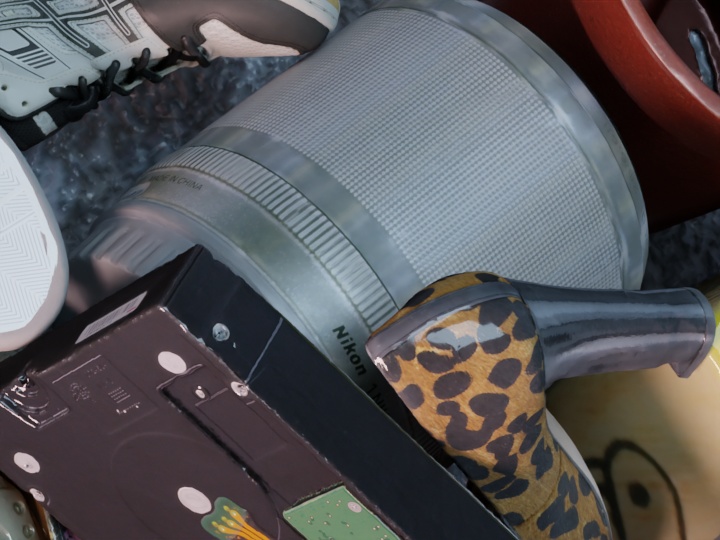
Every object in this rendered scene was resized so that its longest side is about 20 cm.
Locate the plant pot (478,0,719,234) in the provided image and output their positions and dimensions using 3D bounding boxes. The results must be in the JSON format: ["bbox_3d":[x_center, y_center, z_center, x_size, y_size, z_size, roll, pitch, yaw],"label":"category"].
[{"bbox_3d":[0.140,-0.109,1.190,0.199,0.195,0.202,7,72,-21],"label":"plant pot"}]

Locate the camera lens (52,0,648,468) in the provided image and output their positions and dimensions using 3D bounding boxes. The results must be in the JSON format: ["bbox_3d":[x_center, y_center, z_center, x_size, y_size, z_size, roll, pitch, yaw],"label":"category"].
[{"bbox_3d":[0.000,0.000,1.116,0.200,0.160,0.160,-37,92,-28],"label":"camera lens"}]

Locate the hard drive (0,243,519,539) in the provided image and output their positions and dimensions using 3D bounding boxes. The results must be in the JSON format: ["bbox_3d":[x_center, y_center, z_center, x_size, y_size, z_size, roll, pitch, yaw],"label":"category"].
[{"bbox_3d":[-0.029,0.087,1.008,0.200,0.139,0.038,44,50,-15],"label":"hard drive"}]

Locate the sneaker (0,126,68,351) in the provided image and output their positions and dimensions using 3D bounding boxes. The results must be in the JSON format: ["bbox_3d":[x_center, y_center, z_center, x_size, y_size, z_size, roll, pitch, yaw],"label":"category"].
[{"bbox_3d":[-0.188,-0.044,1.071,0.200,0.112,0.073,42,78,-1],"label":"sneaker"}]

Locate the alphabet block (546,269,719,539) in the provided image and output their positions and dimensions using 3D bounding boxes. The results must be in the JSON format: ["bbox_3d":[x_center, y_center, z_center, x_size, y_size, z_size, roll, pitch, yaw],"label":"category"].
[{"bbox_3d":[0.201,0.081,1.159,0.196,0.200,0.196,-32,89,-28],"label":"alphabet block"}]

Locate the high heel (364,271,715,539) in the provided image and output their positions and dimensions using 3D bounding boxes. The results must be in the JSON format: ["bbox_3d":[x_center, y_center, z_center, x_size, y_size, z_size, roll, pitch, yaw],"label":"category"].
[{"bbox_3d":[0.030,0.083,1.036,0.142,0.201,0.071,1,36,-37],"label":"high heel"}]

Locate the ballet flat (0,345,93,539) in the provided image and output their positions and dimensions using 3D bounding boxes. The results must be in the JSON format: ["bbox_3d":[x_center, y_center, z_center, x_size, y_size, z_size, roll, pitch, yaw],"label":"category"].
[{"bbox_3d":[-0.135,0.085,1.058,0.071,0.069,0.201,-10,72,-52],"label":"ballet flat"}]

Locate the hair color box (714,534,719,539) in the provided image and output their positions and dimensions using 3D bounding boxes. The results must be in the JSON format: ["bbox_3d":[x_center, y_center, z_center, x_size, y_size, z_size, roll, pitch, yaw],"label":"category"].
[{"bbox_3d":[0.095,0.169,1.018,0.061,0.200,0.101,44,24,8],"label":"hair color box"}]

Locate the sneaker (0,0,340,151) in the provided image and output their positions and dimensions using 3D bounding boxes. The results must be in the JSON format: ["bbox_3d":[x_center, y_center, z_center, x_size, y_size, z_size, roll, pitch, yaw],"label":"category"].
[{"bbox_3d":[-0.107,-0.086,1.123,0.199,0.076,0.088,4,78,11],"label":"sneaker"}]
